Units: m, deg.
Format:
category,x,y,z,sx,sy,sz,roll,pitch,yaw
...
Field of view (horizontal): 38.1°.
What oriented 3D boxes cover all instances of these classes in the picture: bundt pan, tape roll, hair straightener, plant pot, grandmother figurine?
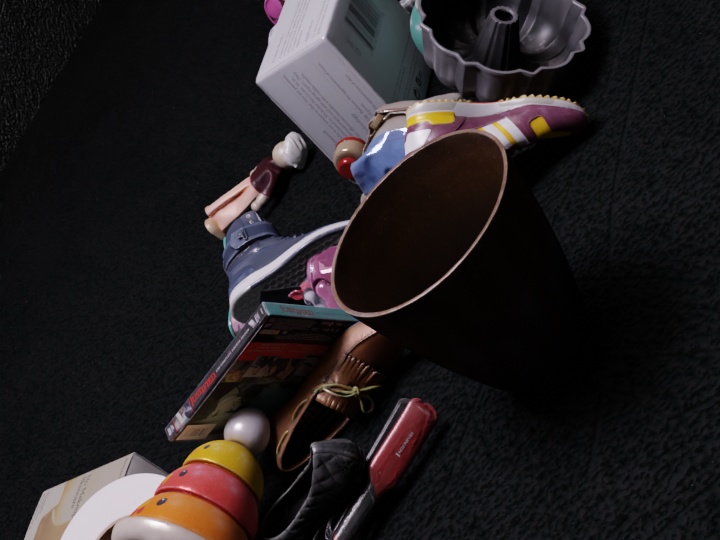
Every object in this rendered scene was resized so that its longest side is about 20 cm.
category,x,y,z,sx,sy,sz,roll,pitch,yaw
bundt pan,0.159,-0.263,1.197,0.076,0.198,0.204,97,-175,-50
tape roll,-0.243,0.320,1.116,0.200,0.037,0.206,-13,56,20
hair straightener,0.006,0.212,0.988,0.202,0.041,0.077,-62,11,-11
plant pot,0.107,0.016,0.896,0.186,0.200,0.188,-33,33,25
grandmother figurine,-0.155,-0.131,1.577,0.200,0.060,0.122,-42,38,19

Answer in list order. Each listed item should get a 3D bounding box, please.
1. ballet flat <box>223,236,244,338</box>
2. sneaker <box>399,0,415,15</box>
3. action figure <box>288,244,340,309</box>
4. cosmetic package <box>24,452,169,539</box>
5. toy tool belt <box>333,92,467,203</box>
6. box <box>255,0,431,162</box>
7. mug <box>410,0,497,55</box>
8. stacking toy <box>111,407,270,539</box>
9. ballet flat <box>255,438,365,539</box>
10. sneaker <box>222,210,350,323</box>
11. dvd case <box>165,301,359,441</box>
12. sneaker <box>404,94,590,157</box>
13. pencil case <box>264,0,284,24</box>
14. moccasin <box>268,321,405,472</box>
category,x,y,z,sx,sy,sz,roll,pitch,yaw
ballet flat,-0.142,0.014,1.392,0.070,0.070,0.201,-22,39,9
sneaker,0.123,-0.419,1.514,0.199,0.075,0.117,-13,43,48
action figure,0.000,0.000,1.132,0.197,0.149,0.135,-15,47,25
cosmetic package,-0.327,0.307,1.283,0.199,0.071,0.106,-28,36,34
toy tool belt,0.044,-0.125,1.222,0.198,0.125,0.124,-15,42,29
box,-0.013,-0.278,1.407,0.130,0.200,0.201,-22,39,36
mug,0.148,-0.341,1.343,0.185,0.114,0.152,-49,29,1
stacking toy,-0.146,0.223,1.045,0.145,0.146,0.201,-20,33,41
ballet flat,-0.063,0.220,1.007,0.201,0.056,0.067,-53,26,36
sneaker,-0.086,-0.036,1.312,0.200,0.077,0.147,-27,38,6
dvd case,-0.098,0.110,1.092,0.201,0.145,0.022,-52,54,27
sneaker,0.146,-0.133,1.114,0.196,0.075,0.092,-2,83,8
pencil case,-0.116,-0.558,1.982,0.090,0.094,0.202,-18,41,43
moccasin,-0.024,0.128,1.075,0.201,0.073,0.078,-43,32,13
